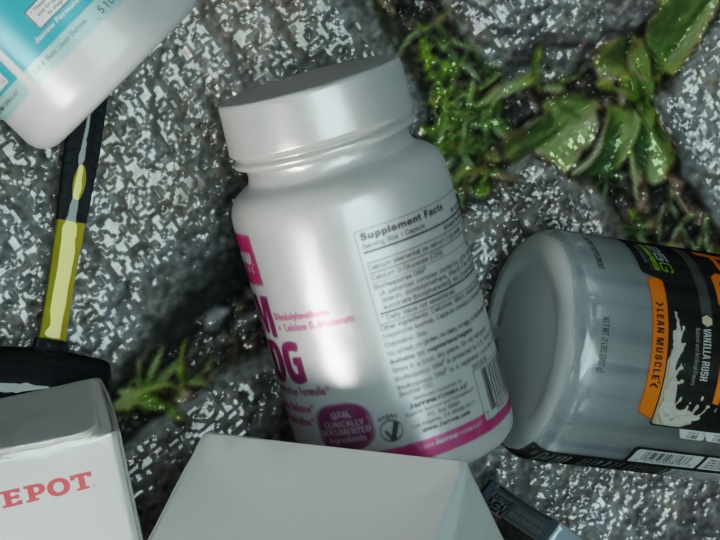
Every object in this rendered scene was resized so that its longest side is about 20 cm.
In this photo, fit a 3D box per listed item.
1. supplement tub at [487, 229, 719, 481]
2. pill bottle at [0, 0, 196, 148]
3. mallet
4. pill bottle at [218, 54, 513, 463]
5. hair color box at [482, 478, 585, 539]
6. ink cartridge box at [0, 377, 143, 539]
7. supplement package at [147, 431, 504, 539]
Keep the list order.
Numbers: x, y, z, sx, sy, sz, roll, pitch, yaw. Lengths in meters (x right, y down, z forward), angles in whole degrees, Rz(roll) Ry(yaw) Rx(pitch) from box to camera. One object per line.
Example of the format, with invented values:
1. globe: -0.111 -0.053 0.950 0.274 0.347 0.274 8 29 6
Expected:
1. supplement tub: 0.175 0.050 0.999 0.199 0.122 0.123 7 94 -19
2. pill bottle: -0.179 -0.161 0.856 0.111 0.111 0.200 -46 100 -8
3. mallet: -0.137 -0.015 0.935 0.066 0.041 0.201 17 87 -18
4. pill bottle: 0.000 0.000 0.939 0.113 0.113 0.201 -18 101 -15
5. hair color box: 0.144 0.203 1.018 0.200 0.099 0.061 39 84 -18
6. ink cartridge box: -0.171 0.166 0.895 0.144 0.083 0.201 -12 108 -9
7. supplement package: -0.013 0.215 0.869 0.192 0.146 0.200 -64 143 -35
